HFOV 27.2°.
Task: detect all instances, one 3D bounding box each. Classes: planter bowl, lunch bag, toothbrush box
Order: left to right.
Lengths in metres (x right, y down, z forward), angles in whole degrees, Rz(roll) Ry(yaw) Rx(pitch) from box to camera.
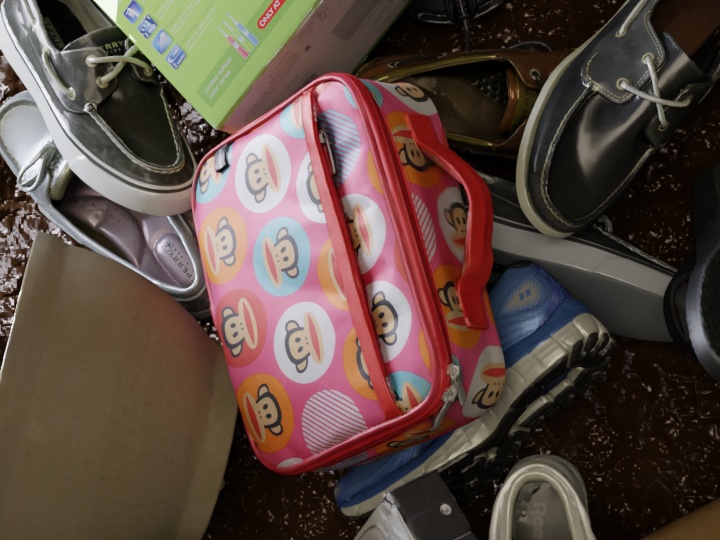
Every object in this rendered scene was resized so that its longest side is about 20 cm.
[{"bbox_3d":[-0.146,0.091,0.859,0.134,0.200,0.201,15,84,-11],"label":"planter bowl"},{"bbox_3d":[-0.080,-0.192,0.900,0.200,0.086,0.146,46,105,24],"label":"toothbrush box"},{"bbox_3d":[0.000,0.000,0.805,0.176,0.082,0.200,-28,71,38],"label":"lunch bag"}]

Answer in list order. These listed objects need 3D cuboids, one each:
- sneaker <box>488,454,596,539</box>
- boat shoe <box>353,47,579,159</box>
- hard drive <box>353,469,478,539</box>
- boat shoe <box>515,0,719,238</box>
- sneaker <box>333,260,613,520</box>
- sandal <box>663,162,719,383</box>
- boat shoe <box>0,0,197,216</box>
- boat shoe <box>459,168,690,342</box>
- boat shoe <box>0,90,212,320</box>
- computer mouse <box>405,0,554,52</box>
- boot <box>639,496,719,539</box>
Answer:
[{"bbox_3d":[0.099,0.202,0.817,0.074,0.116,0.200,-6,82,9],"label":"sneaker"},{"bbox_3d":[0.092,-0.094,0.872,0.200,0.068,0.072,-3,96,2],"label":"boat shoe"},{"bbox_3d":[0.058,0.221,0.804,0.038,0.140,0.200,-23,72,-23],"label":"hard drive"},{"bbox_3d":[0.155,-0.105,0.823,0.072,0.068,0.200,41,75,-13],"label":"boat shoe"},{"bbox_3d":[0.053,0.072,0.857,0.200,0.078,0.089,-46,58,24],"label":"sneaker"},{"bbox_3d":[0.197,0.013,0.803,0.075,0.201,0.048,42,121,-10],"label":"sandal"},{"bbox_3d":[-0.162,-0.117,0.912,0.200,0.071,0.064,49,138,23],"label":"boat shoe"},{"bbox_3d":[0.114,-0.019,0.871,0.199,0.074,0.068,18,66,23],"label":"boat shoe"},{"bbox_3d":[-0.159,-0.047,0.935,0.074,0.065,0.202,-46,75,1],"label":"boat shoe"},{"bbox_3d":[0.029,-0.188,0.930,0.140,0.046,0.200,-18,90,5],"label":"computer mouse"},{"bbox_3d":[0.189,0.126,0.783,0.200,0.066,0.175,-24,75,-27],"label":"boot"}]
